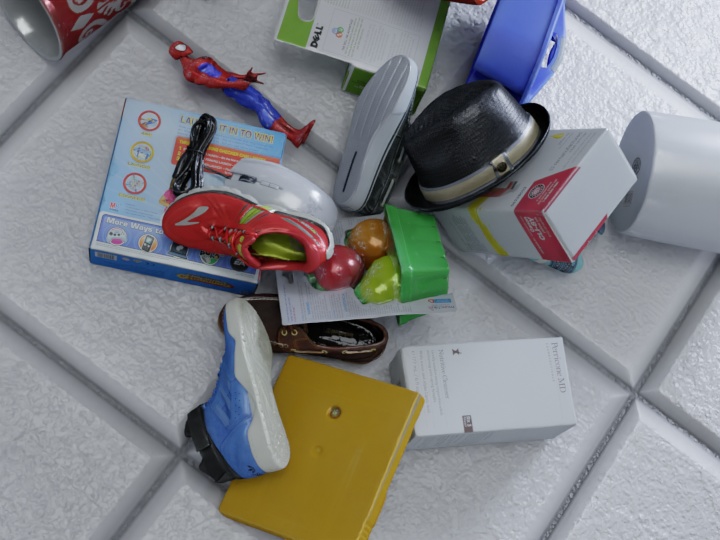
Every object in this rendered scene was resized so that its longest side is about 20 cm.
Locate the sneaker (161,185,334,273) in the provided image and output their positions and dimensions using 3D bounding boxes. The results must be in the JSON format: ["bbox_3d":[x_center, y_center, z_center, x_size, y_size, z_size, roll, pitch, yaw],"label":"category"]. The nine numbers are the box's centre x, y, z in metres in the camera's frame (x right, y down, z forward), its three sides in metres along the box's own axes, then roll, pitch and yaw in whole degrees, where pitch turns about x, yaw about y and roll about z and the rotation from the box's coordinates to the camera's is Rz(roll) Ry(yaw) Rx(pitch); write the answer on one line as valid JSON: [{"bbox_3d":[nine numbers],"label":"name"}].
[{"bbox_3d":[-0.129,-0.041,1.356,0.199,0.085,0.077,9,113,7],"label":"sneaker"}]

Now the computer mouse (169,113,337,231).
[{"bbox_3d":[-0.117,-0.100,1.417,0.200,0.044,0.110,22,68,-1],"label":"computer mouse"}]

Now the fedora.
[{"bbox_3d":[0.122,-0.161,1.454,0.201,0.200,0.092,-45,116,-21],"label":"fedora"}]

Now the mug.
[{"bbox_3d":[-0.341,-0.379,1.483,0.200,0.133,0.178,-40,86,-24],"label":"mug"}]

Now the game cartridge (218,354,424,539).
[{"bbox_3d":[-0.043,0.206,1.362,0.176,0.032,0.200,14,69,27],"label":"game cartridge"}]

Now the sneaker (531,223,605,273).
[{"bbox_3d":[0.274,-0.086,1.557,0.086,0.078,0.200,31,72,-17],"label":"sneaker"}]

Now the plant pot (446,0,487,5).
[{"bbox_3d":[0.100,-0.447,1.493,0.200,0.176,0.200,-40,125,-41],"label":"plant pot"}]

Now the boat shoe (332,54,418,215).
[{"bbox_3d":[0.029,-0.163,1.501,0.071,0.072,0.200,17,100,-41],"label":"boat shoe"}]

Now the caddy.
[{"bbox_3d":[0.210,-0.291,1.565,0.105,0.141,0.200,21,69,1],"label":"caddy"}]

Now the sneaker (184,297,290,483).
[{"bbox_3d":[-0.153,0.137,1.363,0.111,0.077,0.200,-19,75,19],"label":"sneaker"}]

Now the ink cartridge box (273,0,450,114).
[{"bbox_3d":[0.000,-0.307,1.560,0.199,0.076,0.148,17,70,-4],"label":"ink cartridge box"}]

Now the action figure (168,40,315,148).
[{"bbox_3d":[-0.149,-0.223,1.507,0.200,0.065,0.052,30,112,-1],"label":"action figure"}]

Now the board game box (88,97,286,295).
[{"bbox_3d":[-0.203,-0.087,1.453,0.199,0.056,0.196,13,70,-8],"label":"board game box"}]

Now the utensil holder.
[{"bbox_3d":[0.435,-0.109,1.539,0.199,0.170,0.170,10,70,-7],"label":"utensil holder"}]

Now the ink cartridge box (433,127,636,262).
[{"bbox_3d":[0.201,-0.093,1.458,0.145,0.200,0.083,-51,120,-22],"label":"ink cartridge box"}]

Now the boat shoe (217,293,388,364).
[{"bbox_3d":[-0.065,0.063,1.426,0.199,0.070,0.071,8,75,-8],"label":"boat shoe"}]

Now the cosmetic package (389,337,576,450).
[{"bbox_3d":[0.143,0.144,1.438,0.199,0.081,0.113,-5,71,-13],"label":"cosmetic package"}]

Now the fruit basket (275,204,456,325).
[{"bbox_3d":[0.000,0.000,1.437,0.199,0.094,0.185,-9,41,-3],"label":"fruit basket"}]
